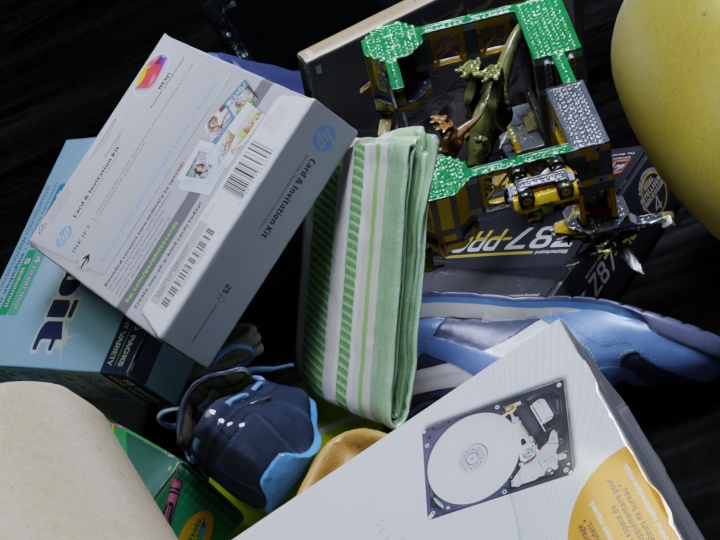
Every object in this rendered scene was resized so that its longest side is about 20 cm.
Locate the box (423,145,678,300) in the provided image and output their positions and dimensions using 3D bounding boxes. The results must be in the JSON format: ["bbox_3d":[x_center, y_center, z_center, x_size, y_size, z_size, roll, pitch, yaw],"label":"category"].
[{"bbox_3d":[0.079,-0.004,1.280,0.199,0.049,0.162,-3,40,44],"label":"box"}]

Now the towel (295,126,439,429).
[{"bbox_3d":[0.000,0.000,1.129,0.023,0.154,0.200,5,1,-16],"label":"towel"}]

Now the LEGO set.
[{"bbox_3d":[0.081,-0.060,1.189,0.153,0.116,0.201,-19,42,-6],"label":"LEGO set"}]

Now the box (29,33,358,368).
[{"bbox_3d":[-0.102,-0.046,1.189,0.157,0.041,0.200,-57,35,-3],"label":"box"}]

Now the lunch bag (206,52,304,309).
[{"bbox_3d":[-0.075,-0.060,1.395,0.199,0.132,0.137,-24,66,49],"label":"lunch bag"}]

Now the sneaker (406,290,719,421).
[{"bbox_3d":[0.102,0.057,1.118,0.198,0.074,0.083,1,78,21],"label":"sneaker"}]

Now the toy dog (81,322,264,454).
[{"bbox_3d":[-0.145,0.113,1.313,0.199,0.097,0.132,-28,18,-27],"label":"toy dog"}]

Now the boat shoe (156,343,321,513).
[{"bbox_3d":[-0.064,0.077,1.119,0.084,0.068,0.200,-54,7,-10],"label":"boat shoe"}]

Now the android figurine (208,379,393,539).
[{"bbox_3d":[-0.031,0.128,1.181,0.181,0.041,0.201,-24,29,19],"label":"android figurine"}]

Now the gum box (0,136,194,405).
[{"bbox_3d":[-0.153,-0.004,1.289,0.199,0.044,0.171,-2,60,51],"label":"gum box"}]

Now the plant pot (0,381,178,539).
[{"bbox_3d":[-0.160,0.163,1.011,0.200,0.201,0.184,-31,52,3],"label":"plant pot"}]

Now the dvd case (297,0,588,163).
[{"bbox_3d":[0.058,-0.120,1.296,0.199,0.149,0.016,-28,49,-17],"label":"dvd case"}]

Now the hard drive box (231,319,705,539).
[{"bbox_3d":[0.046,0.143,0.873,0.199,0.077,0.156,-35,42,8],"label":"hard drive box"}]

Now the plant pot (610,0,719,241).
[{"bbox_3d":[0.239,-0.079,1.091,0.199,0.200,0.143,-22,41,20],"label":"plant pot"}]

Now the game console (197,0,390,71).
[{"bbox_3d":[-0.025,-0.152,1.483,0.116,0.201,0.176,-29,25,3],"label":"game console"}]

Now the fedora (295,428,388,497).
[{"bbox_3d":[0.018,0.140,1.016,0.199,0.082,0.201,-16,40,13],"label":"fedora"}]

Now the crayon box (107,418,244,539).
[{"bbox_3d":[-0.166,0.188,1.159,0.200,0.058,0.119,-53,28,-11],"label":"crayon box"}]
